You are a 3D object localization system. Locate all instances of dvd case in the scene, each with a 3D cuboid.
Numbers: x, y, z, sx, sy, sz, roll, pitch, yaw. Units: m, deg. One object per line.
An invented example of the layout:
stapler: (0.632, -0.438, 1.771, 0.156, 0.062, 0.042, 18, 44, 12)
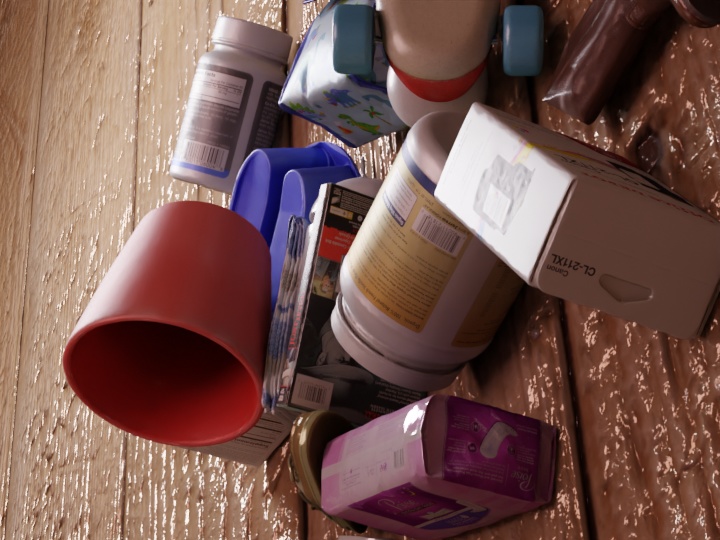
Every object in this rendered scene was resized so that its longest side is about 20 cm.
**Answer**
dvd case: (0.008, 0.038, 1.669, 0.022, 0.145, 0.202, -6, 71, 57)

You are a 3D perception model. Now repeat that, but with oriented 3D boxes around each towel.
towel: (-0.043, 0.063, 1.817, 0.024, 0.147, 0.202, -3, 68, 26)

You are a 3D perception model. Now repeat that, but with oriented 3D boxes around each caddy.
caddy: (-0.063, -0.035, 1.945, 0.141, 0.104, 0.202, 32, 113, 45)

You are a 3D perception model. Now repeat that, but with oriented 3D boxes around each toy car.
toy car: (0.070, -0.202, 1.707, 0.201, 0.182, 0.179, 87, -176, -59)

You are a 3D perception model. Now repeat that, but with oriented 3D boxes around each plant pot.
plant pot: (-0.172, 0.042, 1.826, 0.201, 0.199, 0.179, -49, 21, 46)

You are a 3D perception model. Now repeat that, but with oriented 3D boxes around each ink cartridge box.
ink cartridge box: (0.160, -0.039, 1.351, 0.084, 0.144, 0.200, -67, 24, 12)

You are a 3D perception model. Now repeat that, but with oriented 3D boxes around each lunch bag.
lunch bag: (0.021, -0.243, 1.859, 0.170, 0.127, 0.202, -10, 55, 61)

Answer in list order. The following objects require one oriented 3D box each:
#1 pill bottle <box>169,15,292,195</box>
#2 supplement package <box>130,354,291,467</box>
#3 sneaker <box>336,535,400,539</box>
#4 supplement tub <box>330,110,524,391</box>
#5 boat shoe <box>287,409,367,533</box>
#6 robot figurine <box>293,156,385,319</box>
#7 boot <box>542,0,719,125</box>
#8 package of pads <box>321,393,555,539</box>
pill bottle: (-0.151, -0.195, 2.241, 0.114, 0.113, 0.202, 15, 89, 68)
supplement package: (-0.153, 0.085, 2.009, 0.111, 0.154, 0.202, -49, 34, 43)
sneaker: (-0.001, 0.293, 1.634, 0.200, 0.073, 0.117, 139, 140, -69)
supplement tub: (0.069, -0.015, 1.556, 0.201, 0.143, 0.145, -62, 25, 28)
boat shoe: (-0.035, 0.174, 1.650, 0.201, 0.063, 0.074, 58, -130, -63)
robot figurine: (0.000, 0.000, 1.750, 0.170, 0.112, 0.202, 59, -141, -72)
boot: (0.208, -0.173, 1.430, 0.201, 0.064, 0.187, -55, 16, 34)
package of pads: (0.058, 0.161, 1.502, 0.200, 0.119, 0.077, -32, 47, 60)
